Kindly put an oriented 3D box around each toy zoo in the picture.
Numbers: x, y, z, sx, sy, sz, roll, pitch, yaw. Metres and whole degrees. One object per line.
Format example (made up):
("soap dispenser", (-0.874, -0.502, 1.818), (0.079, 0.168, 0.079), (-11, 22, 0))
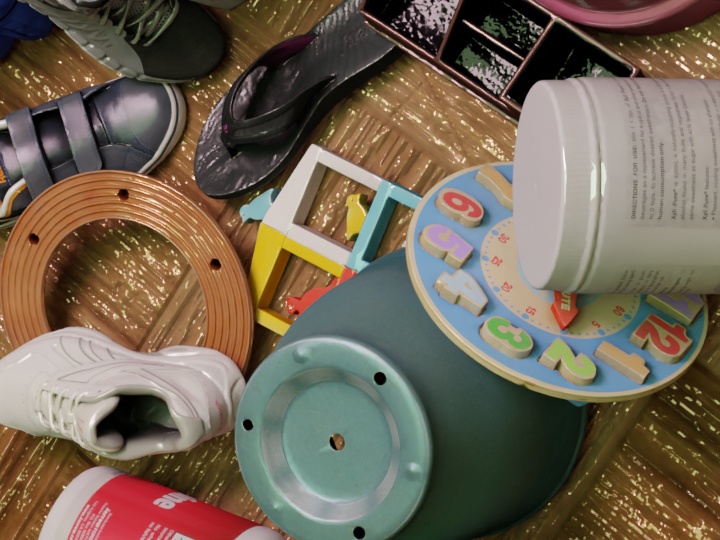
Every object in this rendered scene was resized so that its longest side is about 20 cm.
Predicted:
("toy zoo", (0.000, 0.000, 1.670), (0.199, 0.020, 0.132), (27, 100, 24))

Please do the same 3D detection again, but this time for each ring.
("ring", (-0.165, 0.025, 1.726), (0.200, 0.019, 0.201), (6, 106, 21))

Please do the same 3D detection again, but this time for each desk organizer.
("desk organizer", (0.091, -0.147, 1.582), (0.200, 0.077, 0.072), (35, 91, 17))

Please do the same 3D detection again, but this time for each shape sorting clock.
("shape sorting clock", (0.125, 0.003, 1.522), (0.200, 0.200, 0.039), (47, 137, 20))

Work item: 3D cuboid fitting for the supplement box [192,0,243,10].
("supplement box", (-0.117, -0.253, 1.639), (0.101, 0.200, 0.104), (-30, 74, 21))

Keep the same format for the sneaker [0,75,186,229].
("sneaker", (-0.222, -0.083, 1.752), (0.199, 0.079, 0.079), (-27, 76, 21))

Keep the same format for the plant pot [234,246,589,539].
("plant pot", (0.020, 0.091, 1.540), (0.199, 0.188, 0.201), (4, 98, 25))

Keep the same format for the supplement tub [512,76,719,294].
("supplement tub", (0.202, -0.051, 1.468), (0.199, 0.132, 0.133), (1, 88, -10))

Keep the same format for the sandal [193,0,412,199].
("sandal", (-0.050, -0.131, 1.676), (0.200, 0.048, 0.075), (-42, 57, 15))

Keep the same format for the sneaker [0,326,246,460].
("sneaker", (-0.184, 0.090, 1.685), (0.199, 0.099, 0.078), (-1, 107, 22))

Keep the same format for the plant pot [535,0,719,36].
("plant pot", (0.149, -0.254, 1.520), (0.199, 0.179, 0.201), (-1, 89, 26))

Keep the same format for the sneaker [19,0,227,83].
("sneaker", (-0.170, -0.180, 1.657), (0.075, 0.199, 0.115), (-65, 23, 0))

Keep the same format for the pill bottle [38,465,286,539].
("pill bottle", (-0.116, 0.216, 1.668), (0.199, 0.112, 0.113), (19, 96, 25))

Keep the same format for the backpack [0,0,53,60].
("backpack", (-0.316, -0.235, 1.735), (0.167, 0.200, 0.163), (3, 89, 26))
